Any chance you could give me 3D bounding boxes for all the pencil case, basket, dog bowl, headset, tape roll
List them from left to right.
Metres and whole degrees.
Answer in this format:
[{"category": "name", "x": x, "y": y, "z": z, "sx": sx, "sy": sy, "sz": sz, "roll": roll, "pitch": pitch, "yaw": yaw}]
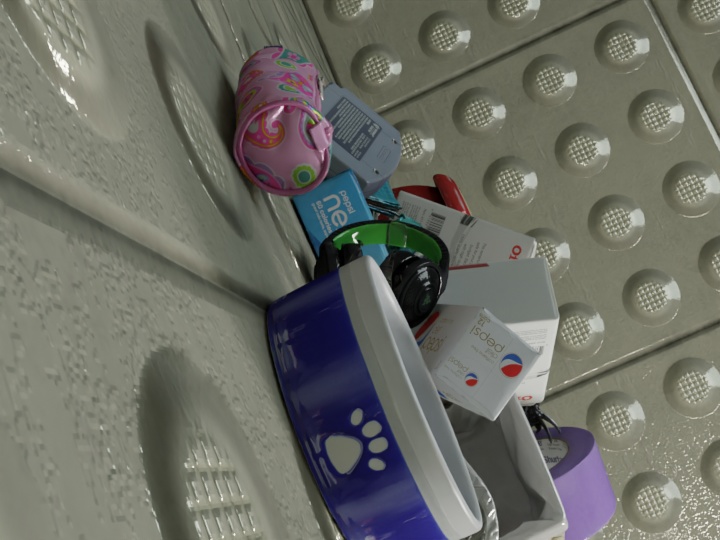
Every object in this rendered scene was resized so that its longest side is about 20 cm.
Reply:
[{"category": "pencil case", "x": -0.068, "y": -0.136, "z": 0.891, "sx": 0.201, "sy": 0.086, "sz": 0.088, "roll": -100, "pitch": 165, "yaw": -65}, {"category": "headset", "x": 0.013, "y": 0.001, "z": 0.920, "sx": 0.201, "sy": 0.121, "sz": 0.095, "roll": -64, "pitch": 160, "yaw": -54}, {"category": "dog bowl", "x": 0.011, "y": 0.097, "z": 0.709, "sx": 0.200, "sy": 0.078, "sz": 0.203, "roll": -24, "pitch": 91, "yaw": -85}, {"category": "basket", "x": 0.132, "y": 0.221, "z": 1.115, "sx": 0.124, "sy": 0.134, "sz": 0.202, "roll": 61, "pitch": 7, "yaw": -60}, {"category": "tape roll", "x": 0.206, "y": 0.274, "z": 1.258, "sx": 0.200, "sy": 0.197, "sz": 0.086, "roll": -75, "pitch": 143, "yaw": -82}]

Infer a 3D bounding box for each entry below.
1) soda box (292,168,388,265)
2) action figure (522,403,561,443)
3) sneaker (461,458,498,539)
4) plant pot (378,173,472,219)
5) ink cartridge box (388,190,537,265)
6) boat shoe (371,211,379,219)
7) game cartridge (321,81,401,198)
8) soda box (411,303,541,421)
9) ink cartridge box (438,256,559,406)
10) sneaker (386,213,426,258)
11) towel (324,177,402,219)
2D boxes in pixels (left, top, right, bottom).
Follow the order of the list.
[{"category": "soda box", "x": 0.000, "y": 0.000, "z": 1.076, "sx": 0.064, "sy": 0.067, "sz": 0.203, "roll": -76, "pitch": 142, "yaw": -82}, {"category": "action figure", "x": 0.159, "y": 0.157, "z": 1.308, "sx": 0.119, "sy": 0.197, "sz": 0.104, "roll": -34, "pitch": 129, "yaw": -54}, {"category": "sneaker", "x": 0.077, "y": 0.198, "z": 0.984, "sx": 0.099, "sy": 0.077, "sz": 0.203, "roll": 52, "pitch": 16, "yaw": -83}, {"category": "plant pot", "x": 0.087, "y": -0.037, "z": 1.542, "sx": 0.200, "sy": 0.180, "sz": 0.203, "roll": -25, "pitch": 90, "yaw": -86}, {"category": "ink cartridge box", "x": 0.122, "y": 0.000, "z": 1.381, "sx": 0.084, "sy": 0.197, "sz": 0.148, "roll": 53, "pitch": 59, "yaw": -76}, {"category": "boat shoe", "x": -0.007, "y": -0.082, "z": 1.331, "sx": 0.201, "sy": 0.061, "sz": 0.076, "roll": -108, "pitch": -161, "yaw": -62}, {"category": "game cartridge", "x": -0.014, "y": -0.158, "z": 1.255, "sx": 0.133, "sy": 0.042, "sz": 0.200, "roll": 42, "pitch": 27, "yaw": -7}, {"category": "soda box", "x": 0.085, "y": 0.074, "z": 0.891, "sx": 0.063, "sy": 0.068, "sz": 0.200, "roll": 38, "pitch": -6, "yaw": -6}, {"category": "ink cartridge box", "x": 0.142, "y": 0.079, "z": 1.174, "sx": 0.201, "sy": 0.142, "sz": 0.085, "roll": 84, "pitch": 1, "yaw": -56}, {"category": "sneaker", "x": 0.051, "y": -0.022, "z": 1.198, "sx": 0.080, "sy": 0.077, "sz": 0.200, "roll": 50, "pitch": 7, "yaw": -2}, {"category": "towel", "x": -0.030, "y": -0.157, "z": 1.296, "sx": 0.145, "sy": 0.022, "sz": 0.202, "roll": 18, "pitch": 36, "yaw": -33}]
